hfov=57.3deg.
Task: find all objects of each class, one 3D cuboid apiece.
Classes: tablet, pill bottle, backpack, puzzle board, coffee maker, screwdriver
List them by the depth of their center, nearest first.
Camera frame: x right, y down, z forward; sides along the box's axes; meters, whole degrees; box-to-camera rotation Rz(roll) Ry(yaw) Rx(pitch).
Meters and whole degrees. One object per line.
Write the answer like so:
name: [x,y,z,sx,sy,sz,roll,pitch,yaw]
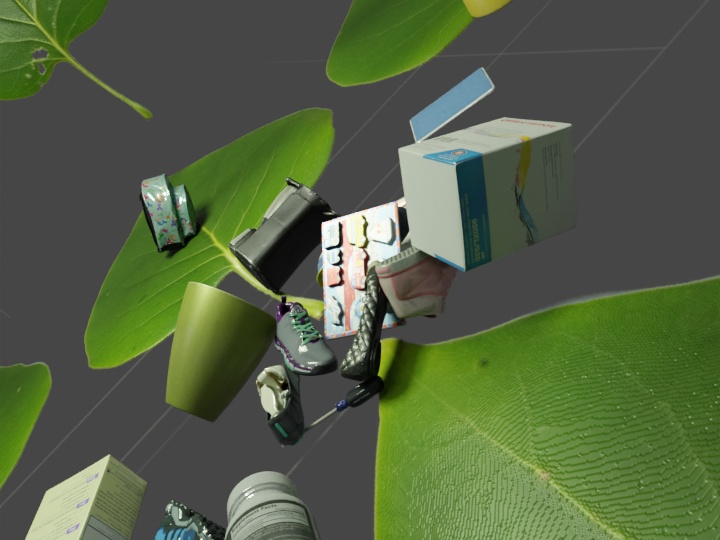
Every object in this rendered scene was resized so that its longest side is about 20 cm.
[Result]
pill bottle: [-0.096,0.336,0.759,0.115,0.116,0.200,-40,28,1]
screwdriver: [-0.047,0.208,0.957,0.197,0.029,0.028,-33,48,17]
puzzle board: [0.000,0.000,1.068,0.147,0.017,0.206,-14,69,30]
coffee maker: [-0.150,-0.067,1.341,0.201,0.135,0.191,-49,30,-12]
tablet: [0.194,-0.353,1.416,0.198,0.014,0.132,-34,30,18]
backpack: [-0.569,-0.179,1.946,0.147,0.204,0.178,-21,27,-5]

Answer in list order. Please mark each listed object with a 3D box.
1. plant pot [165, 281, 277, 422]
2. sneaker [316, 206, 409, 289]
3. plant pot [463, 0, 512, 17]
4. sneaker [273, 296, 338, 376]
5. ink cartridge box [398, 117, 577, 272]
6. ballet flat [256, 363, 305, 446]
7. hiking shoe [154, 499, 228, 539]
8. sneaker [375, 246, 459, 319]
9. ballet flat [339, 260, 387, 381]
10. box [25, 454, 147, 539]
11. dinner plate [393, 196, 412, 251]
plant pot: [-0.261,0.153,1.166,0.185,0.185,0.205,2,65,51]
sneaker: [0.000,-0.051,1.151,0.198,0.074,0.083,-36,27,11]
plant pot: [0.315,-0.778,1.650,0.198,0.189,0.203,-31,30,20]
sneaker: [-0.099,0.104,1.077,0.073,0.090,0.199,-11,16,-27]
ink cartridge box: [0.177,-0.113,0.910,0.196,0.149,0.147,-20,23,-21]
ballet flat: [-0.128,0.189,1.026,0.073,0.073,0.201,-38,25,6]
hiking shoe: [-0.234,0.389,0.920,0.198,0.074,0.088,-13,46,58]
sneaker: [0.113,0.009,0.993,0.197,0.107,0.075,-24,8,-34]
ballet flat: [0.008,0.066,0.965,0.055,0.067,0.204,-1,51,13]
box: [-0.469,0.446,1.097,0.173,0.097,0.202,-30,30,20]
dinner plate: [0.068,-0.062,1.177,0.197,0.024,0.202,-31,31,20]
